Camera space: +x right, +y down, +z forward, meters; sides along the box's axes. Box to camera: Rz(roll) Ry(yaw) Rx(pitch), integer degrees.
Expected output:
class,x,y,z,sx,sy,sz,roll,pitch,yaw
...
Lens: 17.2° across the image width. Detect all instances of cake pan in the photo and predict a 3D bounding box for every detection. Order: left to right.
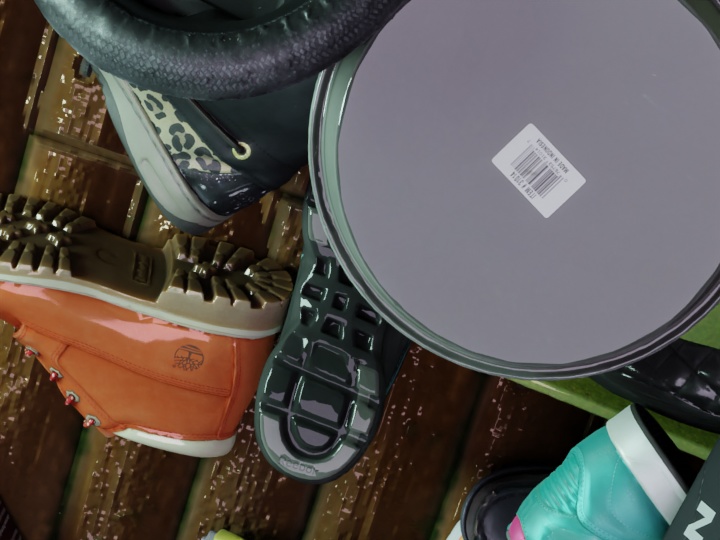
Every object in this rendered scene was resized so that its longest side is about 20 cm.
class,x,y,z,sx,sy,sz,roll,pitch,yaw
cake pan,0.075,-0.048,0.983,0.198,0.037,0.202,1,103,5

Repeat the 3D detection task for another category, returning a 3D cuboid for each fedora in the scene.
class,x,y,z,sx,sy,sz,roll,pitch,yaw
fedora,-0.046,-0.155,0.971,0.199,0.092,0.203,-1,76,5

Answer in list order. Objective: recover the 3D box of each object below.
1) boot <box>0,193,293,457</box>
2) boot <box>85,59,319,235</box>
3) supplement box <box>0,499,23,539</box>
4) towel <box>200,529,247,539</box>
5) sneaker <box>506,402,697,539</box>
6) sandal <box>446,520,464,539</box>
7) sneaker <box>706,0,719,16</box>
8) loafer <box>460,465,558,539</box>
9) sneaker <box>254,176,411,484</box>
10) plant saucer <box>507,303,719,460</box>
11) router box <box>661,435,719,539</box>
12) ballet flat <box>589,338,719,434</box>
class,x,y,z,sx,sy,sz,roll,pitch,yaw
boot,-0.141,0.030,1.150,0.198,0.075,0.108,16,118,-2
boot,-0.057,-0.131,1.057,0.153,0.074,0.205,-20,103,24
supplement box,-0.224,0.170,1.219,0.108,0.061,0.201,-23,109,14
towel,-0.010,0.225,1.200,0.199,0.023,0.145,21,113,24
sneaker,0.131,0.170,1.094,0.120,0.084,0.201,-33,107,9
sandal,0.048,0.218,1.210,0.078,0.059,0.208,13,113,1
sneaker,0.126,-0.077,1.022,0.105,0.075,0.202,-2,110,10
loafer,0.146,0.151,1.161,0.199,0.063,0.072,23,92,-8
sneaker,0.000,0.000,1.125,0.075,0.079,0.201,23,92,2
plant saucer,0.156,-0.022,1.109,0.198,0.048,0.201,22,112,-3
router box,0.179,0.188,1.035,0.148,0.051,0.201,28,95,-17
ballet flat,0.180,0.046,1.052,0.199,0.066,0.057,10,78,33
